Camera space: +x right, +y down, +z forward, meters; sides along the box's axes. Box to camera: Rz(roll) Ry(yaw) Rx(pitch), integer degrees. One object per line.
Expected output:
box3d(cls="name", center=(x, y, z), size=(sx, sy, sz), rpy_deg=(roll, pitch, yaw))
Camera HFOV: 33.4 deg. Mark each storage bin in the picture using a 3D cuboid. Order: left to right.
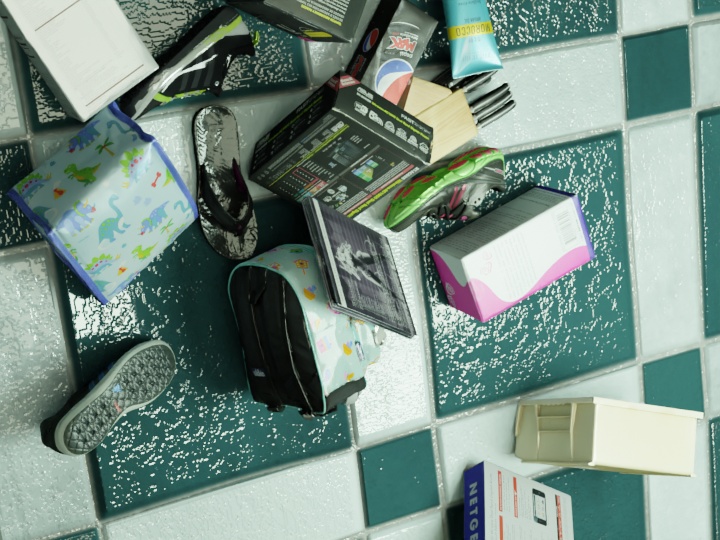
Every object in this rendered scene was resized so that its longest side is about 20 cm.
box3d(cls="storage bin", center=(0.357, 0.244, 1.756), size=(0.197, 0.198, 0.096), rpy_deg=(10, 79, -26))

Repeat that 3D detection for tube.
box3d(cls="tube", center=(0.135, -0.359, 1.583), size=(0.076, 0.050, 0.204), rpy_deg=(-12, 93, -15))

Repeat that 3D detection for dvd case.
box3d(cls="dvd case", center=(0.000, 0.000, 1.520), size=(0.016, 0.151, 0.199), rpy_deg=(-26, 154, 23))

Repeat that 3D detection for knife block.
box3d(cls="knife block", center=(0.115, -0.192, 1.625), size=(0.173, 0.064, 0.203), rpy_deg=(15, 93, -26))

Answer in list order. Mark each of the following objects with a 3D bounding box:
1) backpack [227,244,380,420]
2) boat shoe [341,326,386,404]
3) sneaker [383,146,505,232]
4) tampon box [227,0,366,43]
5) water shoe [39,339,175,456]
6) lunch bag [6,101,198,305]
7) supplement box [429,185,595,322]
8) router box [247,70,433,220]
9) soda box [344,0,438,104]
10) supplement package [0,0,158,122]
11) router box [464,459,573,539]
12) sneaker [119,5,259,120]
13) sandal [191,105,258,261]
box3d(cls="backpack", center=(-0.076, 0.065, 1.532), size=(0.152, 0.174, 0.203), rpy_deg=(-33, 112, -33))
box3d(cls="boat shoe", center=(0.003, 0.082, 1.630), size=(0.065, 0.072, 0.204), rpy_deg=(1, 93, -22))
box3d(cls="sneaker", center=(0.122, -0.098, 1.641), size=(0.198, 0.077, 0.085), rpy_deg=(-28, 107, -16))
box3d(cls="tampon box", center=(-0.054, -0.393, 1.458), size=(0.125, 0.150, 0.203), rpy_deg=(20, 92, -26))
box3d(cls="water shoe", center=(-0.317, 0.150, 1.496), size=(0.200, 0.078, 0.072), rpy_deg=(-41, 121, -40))
box3d(cls="lunch bag", center=(-0.293, -0.070, 1.433), size=(0.170, 0.127, 0.201), rpy_deg=(-43, 143, -11))
box3d(cls="supplement box", center=(0.212, -0.026, 1.683), size=(0.198, 0.103, 0.103), rpy_deg=(-28, 112, -18))
box3d(cls="router box", center=(-0.026, -0.146, 1.497), size=(0.149, 0.199, 0.063), rpy_deg=(28, 52, -26))
box3d(cls="soda box", center=(0.020, -0.252, 1.565), size=(0.063, 0.071, 0.202), rpy_deg=(27, 89, -27))
box3d(cls="supplement package", center=(-0.339, -0.289, 1.371), size=(0.113, 0.109, 0.202), rpy_deg=(-37, 113, -13))
box3d(cls="router box", center=(0.232, 0.399, 1.744), size=(0.178, 0.049, 0.203), rpy_deg=(26, 49, -26))
box3d(cls="sneaker", center=(-0.202, -0.237, 1.466), size=(0.200, 0.072, 0.083), rpy_deg=(-44, 116, -11))
box3d(cls="sandal", center=(-0.173, -0.106, 1.519), size=(0.074, 0.048, 0.204), rpy_deg=(-17, 107, -21))
